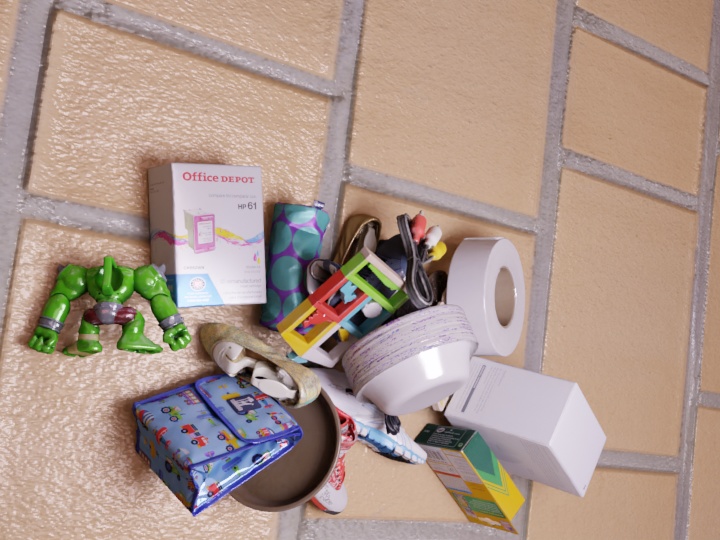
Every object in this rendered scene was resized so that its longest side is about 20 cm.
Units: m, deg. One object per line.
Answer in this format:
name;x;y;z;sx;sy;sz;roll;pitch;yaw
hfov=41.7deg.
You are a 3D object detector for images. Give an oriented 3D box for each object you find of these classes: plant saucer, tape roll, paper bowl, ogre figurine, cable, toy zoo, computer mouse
plant saucer;-0.119;0.245;1.358;0.029;0.198;0.202;51;54;-66
tape roll;0.217;0.045;1.614;0.202;0.070;0.205;3;86;-60
paper bowl;0.080;0.140;1.389;0.199;0.201;0.105;-7;64;-36
ogre figurine;-0.325;0.049;1.243;0.098;0.198;0.121;46;40;-72
cable;0.089;-0.026;1.395;0.097;0.050;0.200;52;21;-19
toy zoo;-0.030;0.065;1.340;0.200;0.021;0.131;-41;138;8
computer mouse;-0.030;0.190;1.452;0.198;0.044;0.111;9;60;-18

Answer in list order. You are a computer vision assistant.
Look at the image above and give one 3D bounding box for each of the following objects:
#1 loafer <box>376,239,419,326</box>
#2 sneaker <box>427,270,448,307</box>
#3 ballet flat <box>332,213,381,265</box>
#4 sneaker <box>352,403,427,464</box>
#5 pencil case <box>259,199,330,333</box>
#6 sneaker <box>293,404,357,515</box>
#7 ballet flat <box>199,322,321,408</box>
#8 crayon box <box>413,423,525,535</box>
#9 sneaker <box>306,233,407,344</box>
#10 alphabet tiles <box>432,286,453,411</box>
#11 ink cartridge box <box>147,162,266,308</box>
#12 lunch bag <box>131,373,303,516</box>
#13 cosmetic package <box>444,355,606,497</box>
loafer;0.066;0.027;1.503;0.073;0.072;0.201;59;18;-50
sneaker;0.092;0.065;1.578;0.071;0.075;0.200;60;37;-13
ballet flat;-0.015;0.001;1.498;0.068;0.063;0.202;24;75;-34
sneaker;0.040;0.249;1.526;0.199;0.075;0.087;35;63;-30
pencil case;-0.097;-0.003;1.426;0.092;0.085;0.202;11;82;-20
sneaker;-0.042;0.284;1.428;0.202;0.107;0.067;59;23;-23
ballet flat;-0.151;0.134;1.328;0.199;0.071;0.071;26;68;12
crayon box;0.191;0.350;1.596;0.052;0.125;0.201;-46;114;-28
sneaker;0.001;0.001;1.411;0.203;0.077;0.146;-59;138;-19
alphabet tiles;0.154;0.135;1.590;0.200;0.014;0.197;-57;140;-44
ink cartridge box;-0.217;-0.050;1.341;0.144;0.084;0.202;-2;88;-36
lunch bag;-0.188;0.219;1.299;0.199;0.150;0.095;-23;132;-35
cosmetic package;0.281;0.261;1.588;0.123;0.199;0.200;-59;139;-21
